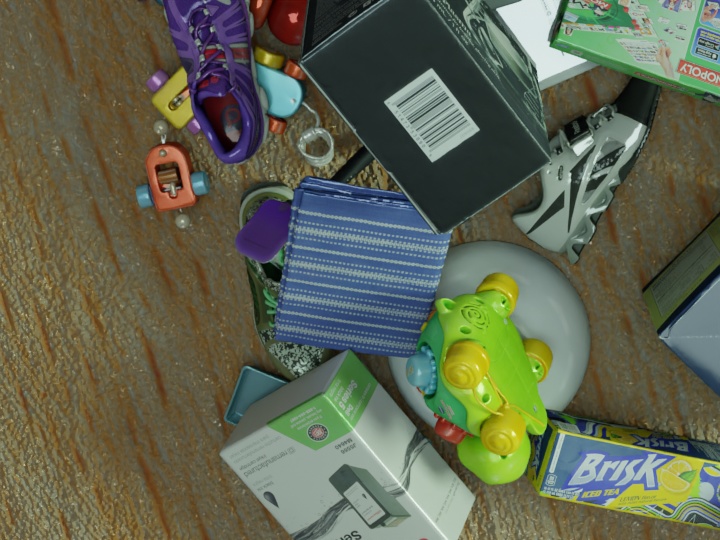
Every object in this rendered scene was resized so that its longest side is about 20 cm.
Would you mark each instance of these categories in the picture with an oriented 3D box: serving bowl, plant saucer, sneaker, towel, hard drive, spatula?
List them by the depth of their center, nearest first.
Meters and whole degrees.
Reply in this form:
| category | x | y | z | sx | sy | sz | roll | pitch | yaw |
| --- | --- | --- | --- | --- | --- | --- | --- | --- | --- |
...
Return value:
| category | x | y | z | sx | sy | sz | roll | pitch | yaw |
| --- | --- | --- | --- | --- | --- | --- | --- | --- | --- |
| sneaker | -0.129 | -0.191 | 1.608 | 0.080 | 0.083 | 0.201 | -16 | 105 | 9 |
| towel | 0.000 | 0.000 | 1.622 | 0.144 | 0.024 | 0.200 | 8 | 135 | -4 |
| sneaker | 0.208 | -0.111 | 1.663 | 0.088 | 0.074 | 0.201 | 28 | 102 | -3 |
| spatula | -0.038 | -0.075 | 1.663 | 0.056 | 0.200 | 0.021 | 23 | 140 | 40 |
| hard drive | 0.139 | -0.227 | 1.670 | 0.199 | 0.027 | 0.132 | -23 | 98 | 8 |
| sneaker | -0.078 | 0.020 | 1.706 | 0.077 | 0.089 | 0.201 | -14 | 100 | 7 |
| serving bowl | 0.122 | 0.075 | 1.713 | 0.199 | 0.066 | 0.201 | 1 | 101 | 4 |
| plant saucer | -0.031 | 0.154 | 1.759 | 0.199 | 0.019 | 0.070 | 22 | 118 | 1 |

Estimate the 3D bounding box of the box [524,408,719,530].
| category | x | y | z | sx | sy | sz | roll | pitch | yaw |
| --- | --- | --- | --- | --- | --- | --- | --- | --- | --- |
| box | 0.260 | 0.189 | 1.701 | 0.199 | 0.064 | 0.070 | 12 | 103 | -13 |

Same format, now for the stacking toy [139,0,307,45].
| category | x | y | z | sx | sy | sz | roll | pitch | yaw |
| --- | --- | --- | --- | --- | --- | --- | --- | --- | --- |
| stacking toy | -0.128 | -0.265 | 1.665 | 0.199 | 0.085 | 0.086 | 21 | 103 | -7 |

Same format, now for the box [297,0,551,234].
| category | x | y | z | sx | sy | sz | roll | pitch | yaw |
| --- | --- | --- | --- | --- | --- | --- | --- | --- | --- |
| box | 0.055 | -0.173 | 1.527 | 0.124 | 0.197 | 0.200 | -34 | 113 | 16 |

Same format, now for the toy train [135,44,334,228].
| category | x | y | z | sx | sy | sz | roll | pitch | yaw |
| --- | --- | --- | --- | --- | --- | --- | --- | --- | --- |
| toy train | -0.126 | -0.133 | 1.700 | 0.199 | 0.056 | 0.151 | -16 | 101 | 11 |

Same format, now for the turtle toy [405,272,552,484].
| category | x | y | z | sx | sy | sz | roll | pitch | yaw |
| --- | --- | --- | --- | --- | --- | --- | --- | --- | --- |
| turtle toy | 0.109 | 0.108 | 1.627 | 0.101 | 0.146 | 0.200 | -15 | 116 | 30 |

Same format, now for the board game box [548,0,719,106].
| category | x | y | z | sx | sy | sz | roll | pitch | yaw |
| --- | --- | --- | --- | --- | --- | --- | --- | --- | --- |
| board game box | 0.284 | -0.235 | 1.622 | 0.199 | 0.029 | 0.135 | 19 | 82 | -5 |

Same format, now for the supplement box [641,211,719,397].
| category | x | y | z | sx | sy | sz | roll | pitch | yaw |
| --- | --- | --- | --- | --- | --- | --- | --- | --- | --- |
| supplement box | 0.376 | 0.057 | 1.619 | 0.200 | 0.200 | 0.134 | 43 | 102 | -5 |

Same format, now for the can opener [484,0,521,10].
| category | x | y | z | sx | sy | sz | roll | pitch | yaw |
| --- | --- | --- | --- | --- | --- | --- | --- | --- | --- |
| can opener | 0.058 | -0.229 | 1.646 | 0.199 | 0.053 | 0.067 | -16 | 131 | 7 |

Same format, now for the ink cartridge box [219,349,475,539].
| category | x | y | z | sx | sy | sz | roll | pitch | yaw |
| --- | --- | --- | --- | --- | --- | --- | --- | --- | --- |
| ink cartridge box | -0.011 | 0.197 | 1.707 | 0.145 | 0.084 | 0.200 | -31 | 105 | 33 |
